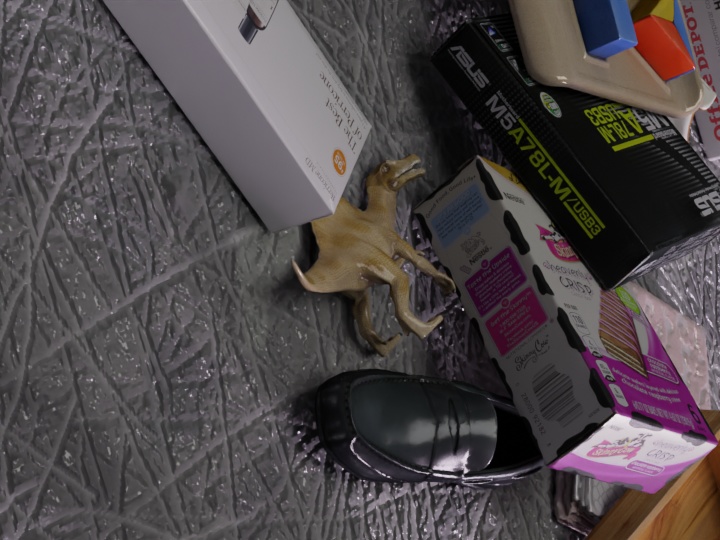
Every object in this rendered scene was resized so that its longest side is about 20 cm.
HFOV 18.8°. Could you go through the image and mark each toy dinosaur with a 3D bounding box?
[{"bbox_3d":[0.000,0.000,1.278,0.101,0.058,0.200,52,30,-8],"label":"toy dinosaur"}]

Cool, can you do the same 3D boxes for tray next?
[{"bbox_3d":[0.203,0.189,1.461,0.200,0.037,0.099,-42,121,-42],"label":"tray"}]

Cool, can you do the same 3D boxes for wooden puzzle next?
[{"bbox_3d":[0.165,-0.204,1.466,0.199,0.046,0.187,4,69,-52],"label":"wooden puzzle"}]

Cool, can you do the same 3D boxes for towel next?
[{"bbox_3d":[0.197,0.105,1.533,0.191,0.032,0.202,31,55,-47],"label":"towel"}]

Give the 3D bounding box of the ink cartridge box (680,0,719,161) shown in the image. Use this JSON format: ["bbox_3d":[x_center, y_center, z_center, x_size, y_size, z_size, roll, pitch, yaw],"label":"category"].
[{"bbox_3d":[0.373,-0.188,1.750,0.144,0.199,0.148,-20,95,-54],"label":"ink cartridge box"}]

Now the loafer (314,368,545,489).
[{"bbox_3d":[0.047,0.091,1.281,0.200,0.070,0.069,17,64,-52],"label":"loafer"}]

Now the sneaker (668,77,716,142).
[{"bbox_3d":[0.210,-0.150,1.585,0.073,0.084,0.202,-104,-179,-82],"label":"sneaker"}]

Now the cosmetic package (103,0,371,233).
[{"bbox_3d":[-0.071,-0.124,1.206,0.200,0.050,0.083,54,40,-29],"label":"cosmetic package"}]

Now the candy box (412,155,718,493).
[{"bbox_3d":[0.129,0.035,1.364,0.136,0.061,0.201,19,37,-52],"label":"candy box"}]

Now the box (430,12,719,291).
[{"bbox_3d":[0.155,-0.088,1.454,0.193,0.048,0.200,51,27,11],"label":"box"}]
